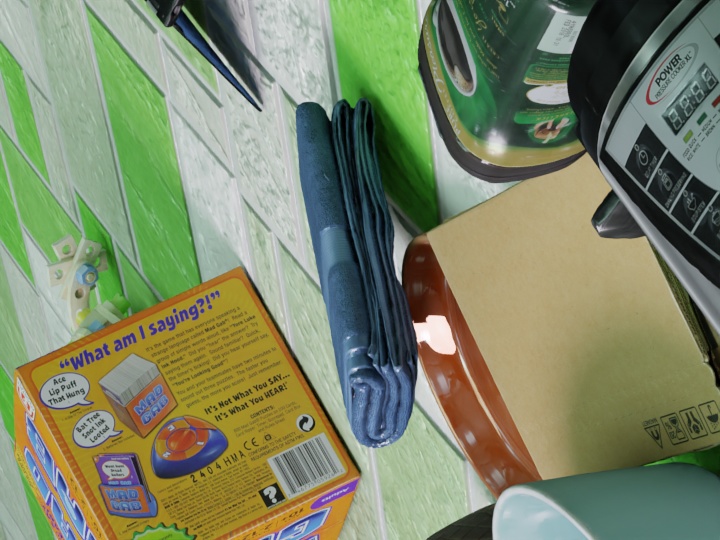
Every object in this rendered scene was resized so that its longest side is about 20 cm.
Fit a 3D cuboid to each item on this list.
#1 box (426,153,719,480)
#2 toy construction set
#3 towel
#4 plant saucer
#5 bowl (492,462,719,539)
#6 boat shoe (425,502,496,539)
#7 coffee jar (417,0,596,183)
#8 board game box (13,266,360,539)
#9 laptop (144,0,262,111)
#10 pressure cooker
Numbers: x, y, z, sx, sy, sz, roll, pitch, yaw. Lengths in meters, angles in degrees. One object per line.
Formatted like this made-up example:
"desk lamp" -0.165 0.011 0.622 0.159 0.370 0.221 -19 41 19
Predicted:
"box" 0.118 0.026 1.300 0.164 0.021 0.200 65 153 1
"toy construction set" -0.241 0.054 2.309 0.131 0.092 0.200 47 -177 -35
"towel" 0.000 0.000 1.527 0.112 0.048 0.200 91 169 -61
"plant saucer" 0.088 0.065 1.478 0.200 0.032 0.200 54 160 30
"bowl" 0.162 0.178 1.267 0.201 0.105 0.201 53 159 31
"boat shoe" 0.100 0.197 1.549 0.073 0.074 0.200 69 163 -12
"coffee jar" 0.084 -0.121 1.144 0.200 0.085 0.105 113 143 -66
"board game box" -0.144 0.155 1.985 0.200 0.200 0.200 60 162 17
"laptop" -0.121 -0.242 1.707 0.187 0.116 0.200 52 129 35
"pressure cooker" 0.168 -0.056 0.850 0.200 0.176 0.179 58 171 26
